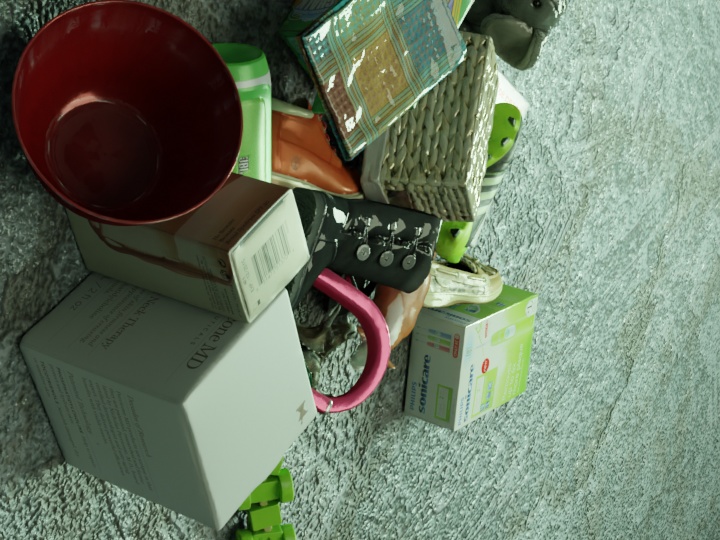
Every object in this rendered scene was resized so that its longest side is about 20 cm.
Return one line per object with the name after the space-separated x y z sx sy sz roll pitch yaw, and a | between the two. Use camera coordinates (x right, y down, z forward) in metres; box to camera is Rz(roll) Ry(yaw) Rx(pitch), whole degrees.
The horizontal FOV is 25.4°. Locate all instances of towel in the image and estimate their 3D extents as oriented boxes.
0.025 -0.224 1.593 0.200 0.022 0.148 -45 125 -32 | towel

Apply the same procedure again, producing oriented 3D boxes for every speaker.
-0.130 -0.116 1.573 0.088 0.088 0.203 -30 128 -49 | speaker

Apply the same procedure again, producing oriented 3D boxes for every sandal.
0.000 0.000 1.821 0.075 0.045 0.201 -47 165 -30 | sandal

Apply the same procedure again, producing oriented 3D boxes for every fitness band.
-0.054 0.070 1.741 0.199 0.037 0.145 35 71 -24 | fitness band

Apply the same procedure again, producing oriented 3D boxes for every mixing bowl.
-0.211 -0.120 1.376 0.201 0.199 0.108 -56 -171 -27 | mixing bowl

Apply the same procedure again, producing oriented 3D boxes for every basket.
0.082 -0.162 1.794 0.136 0.122 0.203 64 35 -69 | basket

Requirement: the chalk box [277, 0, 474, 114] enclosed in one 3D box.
0.008 -0.252 1.673 0.124 0.124 0.201 49 61 -39 | chalk box

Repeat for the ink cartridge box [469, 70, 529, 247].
0.116 -0.151 1.954 0.145 0.083 0.202 34 76 -57 | ink cartridge box

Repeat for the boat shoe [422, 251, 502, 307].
0.122 0.007 2.053 0.199 0.073 0.064 -9 109 -54 | boat shoe

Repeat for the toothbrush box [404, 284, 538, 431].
0.149 0.110 2.135 0.199 0.085 0.148 -18 119 -53 | toothbrush box

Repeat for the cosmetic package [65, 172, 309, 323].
-0.158 -0.037 1.453 0.104 0.198 0.088 -49 141 -36 | cosmetic package

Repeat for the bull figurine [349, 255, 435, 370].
0.045 0.029 1.915 0.121 0.064 0.202 -43 155 -85 | bull figurine

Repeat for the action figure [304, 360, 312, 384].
-0.108 0.089 1.645 0.201 0.117 0.055 53 19 -37 | action figure

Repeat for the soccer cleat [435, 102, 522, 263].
0.134 -0.104 1.877 0.202 0.067 0.081 -63 161 -13 | soccer cleat

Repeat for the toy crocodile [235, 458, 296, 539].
-0.112 0.275 1.820 0.067 0.062 0.202 -8 120 -14 | toy crocodile

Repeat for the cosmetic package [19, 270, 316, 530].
-0.175 0.102 1.491 0.168 0.198 0.168 -48 141 -37 | cosmetic package

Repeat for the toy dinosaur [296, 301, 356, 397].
-0.089 0.122 1.785 0.199 0.077 0.103 -35 115 -32 | toy dinosaur

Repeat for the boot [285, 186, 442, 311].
-0.015 -0.002 1.716 0.199 0.066 0.166 7 116 -48 | boot

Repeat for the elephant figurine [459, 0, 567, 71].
0.185 -0.309 1.880 0.155 0.198 0.143 7 98 -59 | elephant figurine

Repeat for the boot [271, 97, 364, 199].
-0.051 -0.126 1.713 0.199 0.074 0.109 10 90 -58 | boot
